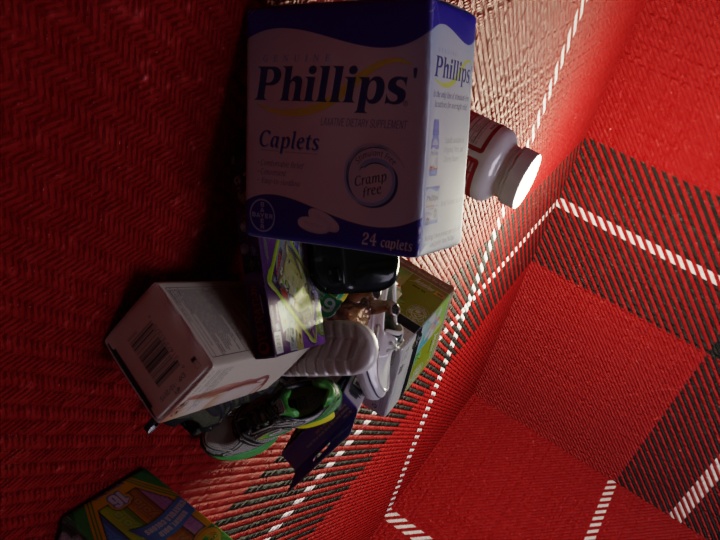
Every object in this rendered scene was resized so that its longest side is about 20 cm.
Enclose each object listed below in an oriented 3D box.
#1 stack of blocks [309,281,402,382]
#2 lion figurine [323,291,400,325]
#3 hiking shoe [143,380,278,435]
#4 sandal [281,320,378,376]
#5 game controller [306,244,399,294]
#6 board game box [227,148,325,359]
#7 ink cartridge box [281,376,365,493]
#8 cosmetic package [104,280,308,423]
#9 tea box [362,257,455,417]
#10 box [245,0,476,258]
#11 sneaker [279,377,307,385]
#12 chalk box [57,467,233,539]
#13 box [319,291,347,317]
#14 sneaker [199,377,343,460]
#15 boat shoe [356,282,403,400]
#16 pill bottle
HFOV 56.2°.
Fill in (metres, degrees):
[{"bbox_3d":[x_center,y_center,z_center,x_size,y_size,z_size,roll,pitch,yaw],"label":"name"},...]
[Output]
[{"bbox_3d":[-0.018,0.090,1.063,0.201,0.058,0.115,-54,-176,5],"label":"stack of blocks"},{"bbox_3d":[0.000,0.000,0.856,0.072,0.122,0.202,34,64,-33],"label":"lion figurine"},{"bbox_3d":[-0.178,0.145,0.812,0.101,0.076,0.199,-52,156,11],"label":"hiking shoe"},{"bbox_3d":[-0.063,0.088,0.799,0.050,0.201,0.084,6,93,-58],"label":"sandal"},{"bbox_3d":[-0.011,-0.076,0.743,0.042,0.103,0.203,160,-73,-64],"label":"game controller"},{"bbox_3d":[-0.083,-0.017,0.697,0.120,0.032,0.203,-2,84,-65],"label":"board game box"},{"bbox_3d":[-0.049,0.221,1.054,0.198,0.043,0.201,-50,-173,36],"label":"ink cartridge box"},{"bbox_3d":[-0.147,0.075,0.696,0.087,0.104,0.200,-44,164,16],"label":"cosmetic package"},{"bbox_3d":[0.057,0.120,1.248,0.197,0.133,0.201,-44,155,-40],"label":"tea box"},{"bbox_3d":[-0.004,-0.126,0.598,0.105,0.182,0.203,-17,112,-59],"label":"box"},{"bbox_3d":[-0.068,0.083,0.954,0.200,0.078,0.089,-47,-165,29],"label":"sneaker"},{"bbox_3d":[-0.226,0.345,0.749,0.124,0.199,0.126,-23,140,-59],"label":"chalk box"},{"bbox_3d":[-0.034,-0.056,0.795,0.201,0.117,0.048,-60,167,-1],"label":"box"},{"bbox_3d":[-0.120,0.187,0.894,0.198,0.079,0.085,-23,159,-8],"label":"sneaker"},{"bbox_3d":[0.028,0.091,0.959,0.074,0.066,0.203,-40,125,-62],"label":"boat shoe"},{"bbox_3d":[0.156,-0.173,0.985,0.112,0.199,0.113,-49,158,-28],"label":"pill bottle"}]
